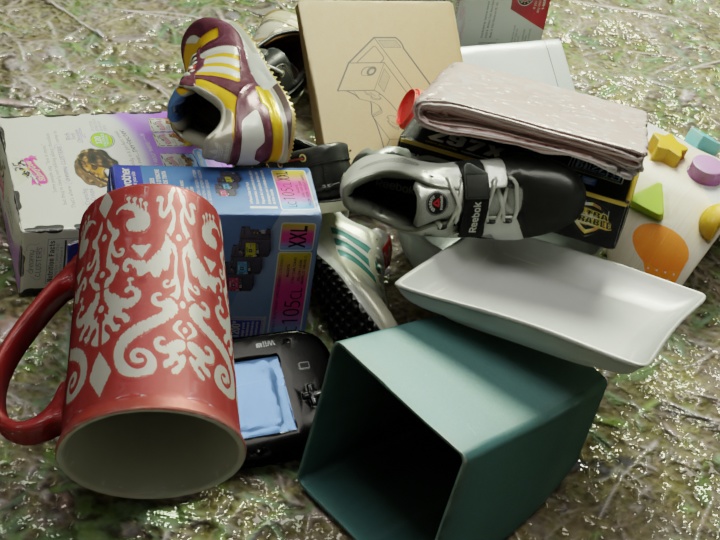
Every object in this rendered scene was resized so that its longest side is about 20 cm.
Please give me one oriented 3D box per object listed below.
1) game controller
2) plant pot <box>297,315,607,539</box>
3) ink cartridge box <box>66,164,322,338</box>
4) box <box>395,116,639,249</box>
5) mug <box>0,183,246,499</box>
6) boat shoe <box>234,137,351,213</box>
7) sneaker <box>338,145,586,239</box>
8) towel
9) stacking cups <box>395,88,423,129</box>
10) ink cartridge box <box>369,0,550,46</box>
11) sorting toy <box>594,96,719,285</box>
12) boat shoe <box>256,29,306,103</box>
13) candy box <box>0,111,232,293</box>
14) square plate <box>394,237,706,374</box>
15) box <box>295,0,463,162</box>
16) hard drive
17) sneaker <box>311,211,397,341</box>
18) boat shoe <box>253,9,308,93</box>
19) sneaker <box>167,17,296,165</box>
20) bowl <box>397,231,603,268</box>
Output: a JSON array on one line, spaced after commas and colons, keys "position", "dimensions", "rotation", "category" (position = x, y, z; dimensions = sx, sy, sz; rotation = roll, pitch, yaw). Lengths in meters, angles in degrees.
[{"position": [-0.109, 0.105, 1.290], "dimensions": [0.199, 0.042, 0.105], "rotation": [-8, 77, -23], "category": "game controller"}, {"position": [0.083, 0.120, 1.266], "dimensions": [0.199, 0.142, 0.141], "rotation": [-18, 47, -39], "category": "plant pot"}, {"position": [-0.141, -0.010, 1.367], "dimensions": [0.199, 0.137, 0.076], "rotation": [1, 34, -12], "category": "ink cartridge box"}, {"position": [0.139, -0.092, 1.438], "dimensions": [0.199, 0.050, 0.160], "rotation": [17, 27, 9], "category": "box"}, {"position": [-0.172, 0.044, 1.211], "dimensions": [0.177, 0.134, 0.201], "rotation": [10, 54, -20], "category": "mug"}, {"position": [-0.061, -0.090, 1.482], "dimensions": [0.073, 0.063, 0.201], "rotation": [-12, 11, -24], "category": "boat shoe"}, {"position": [0.078, -0.053, 1.333], "dimensions": [0.199, 0.075, 0.089], "rotation": [3, 18, 13], "category": "sneaker"}, {"position": [0.148, -0.128, 1.404], "dimensions": [0.190, 0.032, 0.200], "rotation": [16, 17, 6], "category": "towel"}, {"position": [0.127, -0.113, 1.573], "dimensions": [0.199, 0.061, 0.061], "rotation": [19, 35, -21], "category": "stacking cups"}, {"position": [0.081, -0.292, 1.762], "dimensions": [0.199, 0.146, 0.145], "rotation": [-2, 40, -17], "category": "ink cartridge box"}, {"position": [0.268, -0.090, 1.566], "dimensions": [0.180, 0.107, 0.200], "rotation": [36, 43, 10], "category": "sorting toy"}, {"position": [-0.100, -0.182, 1.564], "dimensions": [0.072, 0.068, 0.200], "rotation": [45, 31, 5], "category": "boat shoe"}, {"position": [-0.212, -0.064, 1.468], "dimensions": [0.199, 0.072, 0.168], "rotation": [-3, 41, -18], "category": "candy box"}, {"position": [0.151, 0.024, 1.298], "dimensions": [0.199, 0.029, 0.198], "rotation": [19, 21, 19], "category": "square plate"}, {"position": [0.028, -0.162, 1.592], "dimensions": [0.163, 0.021, 0.201], "rotation": [-3, 74, -23], "category": "box"}, {"position": [0.124, -0.159, 1.655], "dimensions": [0.199, 0.027, 0.133], "rotation": [-8, 75, -22], "category": "hard drive"}, {"position": [0.000, 0.000, 1.441], "dimensions": [0.093, 0.071, 0.200], "rotation": [-18, 43, -25], "category": "sneaker"}, {"position": [-0.022, -0.192, 1.683], "dimensions": [0.199, 0.074, 0.069], "rotation": [23, 55, 11], "category": "boat shoe"}, {"position": [-0.129, -0.157, 1.416], "dimensions": [0.090, 0.075, 0.200], "rotation": [-6, 34, -27], "category": "sneaker"}, {"position": [0.116, -0.027, 1.488], "dimensions": [0.200, 0.091, 0.202], "rotation": [6, 39, -5], "category": "bowl"}]
